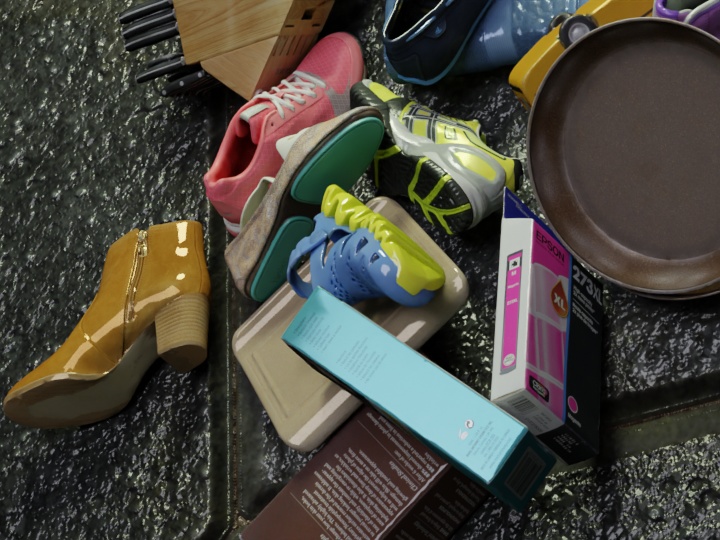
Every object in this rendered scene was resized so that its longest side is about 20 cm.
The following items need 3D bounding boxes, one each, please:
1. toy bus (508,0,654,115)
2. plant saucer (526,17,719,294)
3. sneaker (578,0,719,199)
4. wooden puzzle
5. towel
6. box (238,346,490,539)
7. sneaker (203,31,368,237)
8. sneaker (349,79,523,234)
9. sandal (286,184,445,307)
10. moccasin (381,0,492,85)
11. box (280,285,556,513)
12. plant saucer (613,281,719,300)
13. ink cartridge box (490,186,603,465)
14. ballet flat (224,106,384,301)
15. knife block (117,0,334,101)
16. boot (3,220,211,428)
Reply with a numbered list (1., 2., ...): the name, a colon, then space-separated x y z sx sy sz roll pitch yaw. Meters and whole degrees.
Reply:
1. toy bus: 0.209 -0.188 1.686 0.200 0.078 0.065 -37 9 1
2. plant saucer: 0.215 -0.084 1.561 0.199 0.032 0.202 8 107 27
3. sneaker: 0.218 -0.147 1.603 0.201 0.114 0.073 -49 52 0
4. wooden puzzle: -0.008 0.042 1.700 0.185 0.037 0.200 -44 27 3
5. towel: 0.116 -0.216 1.792 0.199 0.049 0.112 -8 60 27
6. box: 0.017 0.169 1.618 0.200 0.075 0.100 -45 51 -1
7. sneaker: -0.062 -0.124 1.822 0.074 0.087 0.201 23 77 37
8. sneaker: 0.057 -0.096 1.758 0.076 0.076 0.200 -22 43 -22
9. sandal: 0.000 0.000 1.632 0.087 0.079 0.200 -50 19 -3
10. moccasin: 0.079 -0.248 1.756 0.080 0.068 0.201 9 69 34
11. box: 0.041 0.091 1.543 0.200 0.082 0.049 33 84 29
12. plant saucer: 0.258 -0.061 1.625 0.199 0.037 0.201 -15 56 24
13. ink cartridge box: 0.138 0.034 1.583 0.037 0.095 0.201 -25 42 31
14. ballet flat: -0.054 -0.067 1.763 0.200 0.068 0.067 -55 50 21
15. knife block: -0.120 -0.232 1.886 0.175 0.064 0.201 37 116 24
16. boot: -0.214 0.043 1.840 0.200 0.071 0.145 -22 48 15
